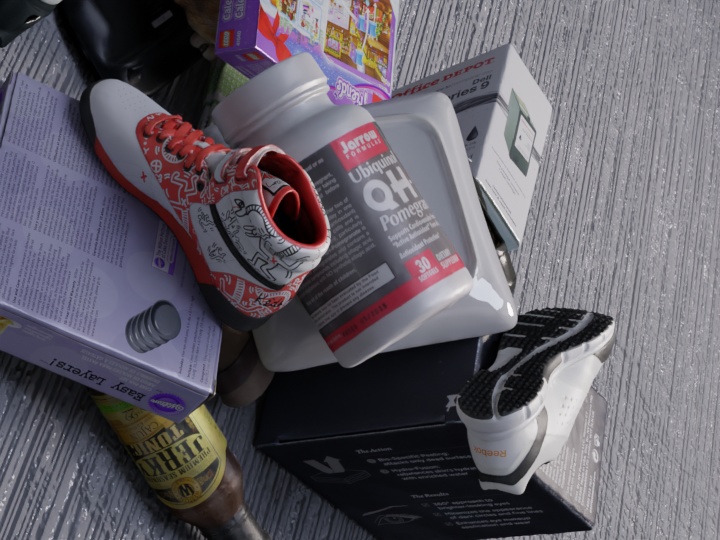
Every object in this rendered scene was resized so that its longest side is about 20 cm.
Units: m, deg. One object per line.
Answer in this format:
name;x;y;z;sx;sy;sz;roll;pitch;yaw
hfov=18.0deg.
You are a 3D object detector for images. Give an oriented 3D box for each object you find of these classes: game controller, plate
game controller;-0.163;-0.196;1.742;0.105;0.042;0.200;52;30;-6
plate;0.002;-0.037;1.657;0.198;0.032;0.201;-9;68;-18

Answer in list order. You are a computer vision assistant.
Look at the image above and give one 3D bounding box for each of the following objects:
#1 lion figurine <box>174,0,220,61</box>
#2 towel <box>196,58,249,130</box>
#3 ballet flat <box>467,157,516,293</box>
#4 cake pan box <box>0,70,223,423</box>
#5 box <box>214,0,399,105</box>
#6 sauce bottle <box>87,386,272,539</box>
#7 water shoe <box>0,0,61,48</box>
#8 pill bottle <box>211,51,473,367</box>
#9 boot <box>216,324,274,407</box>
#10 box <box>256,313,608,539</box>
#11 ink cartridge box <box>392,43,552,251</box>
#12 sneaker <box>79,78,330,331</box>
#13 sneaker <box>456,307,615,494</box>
lion figurine;-0.126;-0.258;1.735;0.122;0.072;0.201;15;55;-32
towel;-0.056;-0.109;1.792;0.148;0.031;0.201;20;42;-10
ballet flat;0.068;-0.056;1.761;0.069;0.068;0.200;83;-19;-47
cake pan box;-0.175;-0.020;1.520;0.183;0.052;0.201;25;49;-25
box;-0.036;-0.191;1.723;0.200;0.039;0.138;33;57;-55
sauce bottle;-0.123;0.128;1.587;0.201;0.064;0.065;58;31;-22
water shoe;-0.241;-0.213;1.572;0.071;0.079;0.200;44;10;-17
pill bottle;-0.017;-0.044;1.562;0.201;0.110;0.111;58;28;3
boot;-0.113;0.033;1.665;0.200;0.070;0.147;-45;122;-52
box;0.060;0.119;1.768;0.200;0.196;0.118;41;50;-44
ink cartridge box;0.076;-0.091;1.991;0.084;0.145;0.201;54;32;-28
sneaker;-0.098;-0.068;1.501;0.067;0.108;0.202;-26;77;-45
sneaker;0.127;0.090;1.651;0.200;0.073;0.080;-39;129;-49
